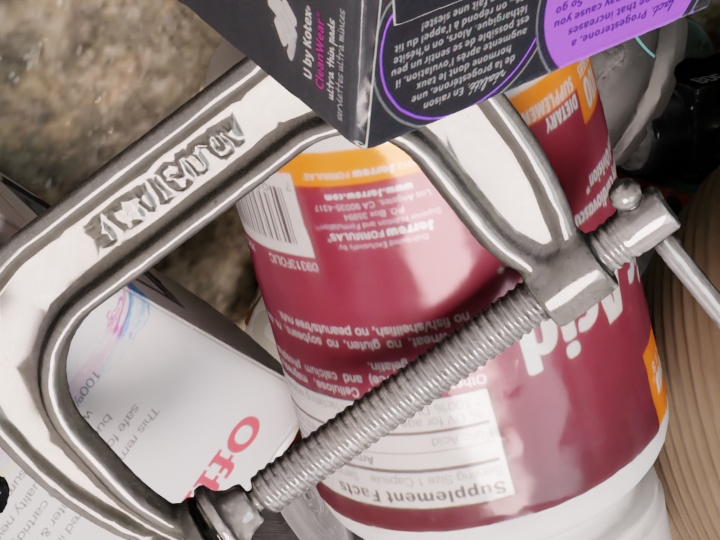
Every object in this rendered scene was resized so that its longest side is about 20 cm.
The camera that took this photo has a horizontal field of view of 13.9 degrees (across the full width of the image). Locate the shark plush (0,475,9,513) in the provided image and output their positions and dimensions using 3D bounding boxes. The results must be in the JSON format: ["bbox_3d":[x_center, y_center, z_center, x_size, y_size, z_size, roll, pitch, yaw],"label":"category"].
[{"bbox_3d":[-0.109,0.047,0.779,0.091,0.083,0.201,-1,121,-40],"label":"shark plush"}]

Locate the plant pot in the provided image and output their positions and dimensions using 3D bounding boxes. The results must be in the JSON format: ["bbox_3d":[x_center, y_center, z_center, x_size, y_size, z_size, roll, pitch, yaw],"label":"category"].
[{"bbox_3d":[0.147,0.045,0.985,0.092,0.202,0.201,-17,151,26],"label":"plant pot"}]

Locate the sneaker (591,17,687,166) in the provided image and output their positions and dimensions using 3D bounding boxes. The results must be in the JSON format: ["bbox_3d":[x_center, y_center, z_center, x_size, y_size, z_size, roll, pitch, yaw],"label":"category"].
[{"bbox_3d":[0.071,-0.121,0.973,0.079,0.075,0.201,4,109,-33],"label":"sneaker"}]

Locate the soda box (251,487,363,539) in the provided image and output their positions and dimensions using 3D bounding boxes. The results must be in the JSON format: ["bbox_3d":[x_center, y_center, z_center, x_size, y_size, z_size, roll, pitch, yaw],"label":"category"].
[{"bbox_3d":[0.041,0.118,1.029,0.199,0.071,0.064,2,138,-11],"label":"soda box"}]

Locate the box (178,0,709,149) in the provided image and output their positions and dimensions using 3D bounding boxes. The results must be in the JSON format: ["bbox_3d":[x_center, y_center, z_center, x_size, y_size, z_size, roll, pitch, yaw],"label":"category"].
[{"bbox_3d":[-0.010,-0.139,0.764,0.122,0.200,0.107,-23,134,-29],"label":"box"}]

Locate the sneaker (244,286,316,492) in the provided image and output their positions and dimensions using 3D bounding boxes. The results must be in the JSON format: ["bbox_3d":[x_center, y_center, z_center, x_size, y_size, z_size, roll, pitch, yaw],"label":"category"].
[{"bbox_3d":[0.000,0.000,0.986,0.084,0.073,0.201,-30,138,-29],"label":"sneaker"}]

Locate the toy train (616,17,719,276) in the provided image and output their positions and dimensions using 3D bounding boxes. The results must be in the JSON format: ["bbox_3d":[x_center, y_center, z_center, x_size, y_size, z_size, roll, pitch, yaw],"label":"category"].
[{"bbox_3d":[0.170,-0.041,1.093,0.199,0.085,0.115,-14,112,-36],"label":"toy train"}]

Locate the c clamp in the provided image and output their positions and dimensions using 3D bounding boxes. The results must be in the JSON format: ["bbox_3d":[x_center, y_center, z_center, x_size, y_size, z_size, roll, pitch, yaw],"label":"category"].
[{"bbox_3d":[-0.003,0.020,0.822,0.199,0.027,0.171,-31,113,9],"label":"c clamp"}]

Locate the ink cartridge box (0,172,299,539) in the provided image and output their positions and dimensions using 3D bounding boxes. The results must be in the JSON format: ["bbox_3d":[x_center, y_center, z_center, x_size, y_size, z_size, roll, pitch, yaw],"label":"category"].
[{"bbox_3d":[-0.131,0.045,0.888,0.148,0.086,0.200,-52,142,3],"label":"ink cartridge box"}]

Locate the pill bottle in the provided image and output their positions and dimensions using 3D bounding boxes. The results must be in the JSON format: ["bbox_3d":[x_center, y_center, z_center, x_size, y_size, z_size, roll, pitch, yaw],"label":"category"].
[{"bbox_3d":[0.031,0.014,0.899,0.114,0.114,0.201,-28,118,-25],"label":"pill bottle"}]
